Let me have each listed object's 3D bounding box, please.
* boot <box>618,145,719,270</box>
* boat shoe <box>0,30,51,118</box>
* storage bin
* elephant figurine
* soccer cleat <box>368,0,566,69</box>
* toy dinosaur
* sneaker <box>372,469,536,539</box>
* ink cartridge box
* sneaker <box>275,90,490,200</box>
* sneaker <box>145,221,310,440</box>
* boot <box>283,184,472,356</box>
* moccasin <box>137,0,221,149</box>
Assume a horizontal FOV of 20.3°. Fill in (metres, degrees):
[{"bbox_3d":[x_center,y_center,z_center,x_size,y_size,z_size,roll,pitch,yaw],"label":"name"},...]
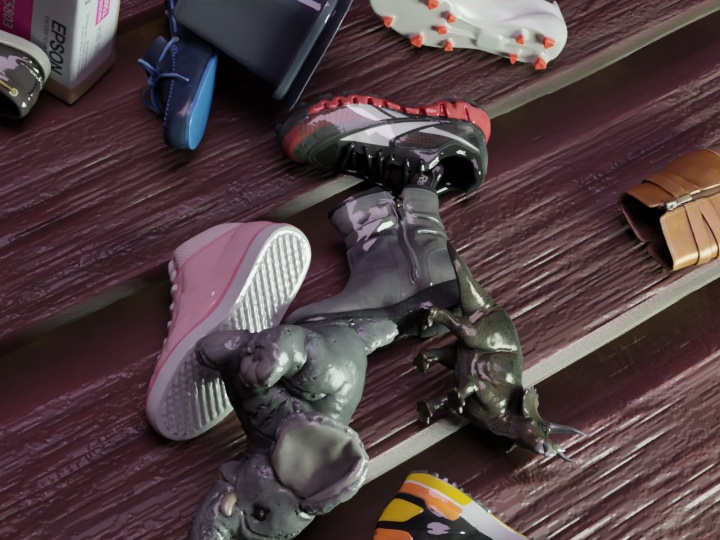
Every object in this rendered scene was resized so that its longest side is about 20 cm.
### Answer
[{"bbox_3d":[0.341,-0.034,1.805,0.155,0.077,0.200,-21,58,-29],"label":"boot"},{"bbox_3d":[-0.373,-0.186,1.745,0.200,0.072,0.061,16,55,2],"label":"boat shoe"},{"bbox_3d":[-0.075,-0.263,1.795,0.134,0.146,0.200,28,34,-8],"label":"storage bin"},{"bbox_3d":[-0.058,0.144,1.542,0.154,0.141,0.202,-8,85,25],"label":"elephant figurine"},{"bbox_3d":[0.101,-0.248,1.922,0.199,0.069,0.078,14,46,-12],"label":"soccer cleat"},{"bbox_3d":[0.099,0.076,1.656,0.102,0.077,0.201,-1,62,-33],"label":"toy dinosaur"},{"bbox_3d":[0.098,0.242,1.549,0.199,0.070,0.090,33,67,12],"label":"sneaker"},{"bbox_3d":[-0.291,-0.265,1.746,0.164,0.201,0.075,30,52,11],"label":"ink cartridge box"},{"bbox_3d":[0.026,-0.105,1.784,0.199,0.071,0.098,1,51,-15],"label":"sneaker"},{"bbox_3d":[-0.127,0.044,1.640,0.104,0.075,0.201,13,66,47],"label":"sneaker"},{"bbox_3d":[0.000,0.000,1.699,0.199,0.070,0.132,-10,61,-35],"label":"boot"},{"bbox_3d":[-0.163,-0.177,1.800,0.068,0.081,0.201,9,37,-2],"label":"moccasin"}]
